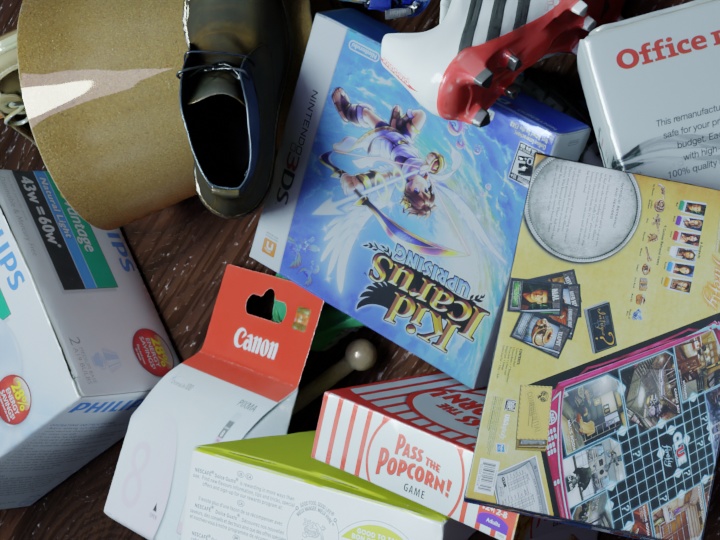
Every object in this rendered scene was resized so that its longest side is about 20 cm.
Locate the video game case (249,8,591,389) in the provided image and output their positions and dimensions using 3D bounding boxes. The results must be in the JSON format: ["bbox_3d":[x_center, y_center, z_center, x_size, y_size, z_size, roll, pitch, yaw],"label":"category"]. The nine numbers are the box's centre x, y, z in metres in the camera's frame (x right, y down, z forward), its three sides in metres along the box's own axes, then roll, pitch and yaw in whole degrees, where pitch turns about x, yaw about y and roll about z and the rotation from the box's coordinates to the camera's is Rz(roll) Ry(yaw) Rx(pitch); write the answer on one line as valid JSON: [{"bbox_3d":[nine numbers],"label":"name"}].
[{"bbox_3d":[0.033,-0.049,1.386,0.200,0.045,0.182,30,117,29],"label":"video game case"}]

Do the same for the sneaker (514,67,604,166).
[{"bbox_3d":[0.138,-0.056,1.372,0.200,0.073,0.082,49,115,24],"label":"sneaker"}]

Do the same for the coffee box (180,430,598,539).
[{"bbox_3d":[0.015,0.220,1.386,0.200,0.199,0.199,12,98,35],"label":"coffee box"}]

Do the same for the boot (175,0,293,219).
[{"bbox_3d":[-0.080,-0.134,1.372,0.074,0.097,0.201,-2,91,-1],"label":"boot"}]

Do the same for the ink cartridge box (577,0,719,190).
[{"bbox_3d":[0.223,-0.058,1.272,0.146,0.083,0.201,-14,81,1],"label":"ink cartridge box"}]

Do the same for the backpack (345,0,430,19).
[{"bbox_3d":[0.041,-0.251,1.379,0.183,0.199,0.135,-100,21,-46],"label":"backpack"}]

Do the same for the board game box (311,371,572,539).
[{"bbox_3d":[0.089,0.110,1.332,0.151,0.200,0.046,20,105,32],"label":"board game box"}]

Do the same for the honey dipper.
[{"bbox_3d":[-0.060,0.107,1.534,0.200,0.038,0.038,-36,71,30],"label":"honey dipper"}]

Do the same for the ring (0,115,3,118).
[{"bbox_3d":[-0.308,-0.220,1.713,0.200,0.019,0.201,0,90,35],"label":"ring"}]

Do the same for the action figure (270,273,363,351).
[{"bbox_3d":[0.000,0.000,1.481,0.200,0.055,0.118,-34,73,36],"label":"action figure"}]

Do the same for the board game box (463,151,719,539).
[{"bbox_3d":[0.143,0.046,1.199,0.135,0.035,0.201,12,81,5],"label":"board game box"}]

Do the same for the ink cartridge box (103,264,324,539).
[{"bbox_3d":[-0.105,0.097,1.495,0.162,0.057,0.201,14,92,60],"label":"ink cartridge box"}]

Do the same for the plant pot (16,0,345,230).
[{"bbox_3d":[-0.109,-0.139,1.495,0.199,0.186,0.187,-12,84,18],"label":"plant pot"}]

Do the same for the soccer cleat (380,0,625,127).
[{"bbox_3d":[0.097,-0.157,1.331,0.085,0.200,0.069,34,140,26],"label":"soccer cleat"}]

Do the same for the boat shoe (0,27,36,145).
[{"bbox_3d":[-0.237,-0.136,1.578,0.073,0.200,0.063,-23,84,-1],"label":"boat shoe"}]

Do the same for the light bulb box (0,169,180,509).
[{"bbox_3d":[-0.269,0.055,1.626,0.200,0.125,0.199,-36,71,31],"label":"light bulb box"}]
